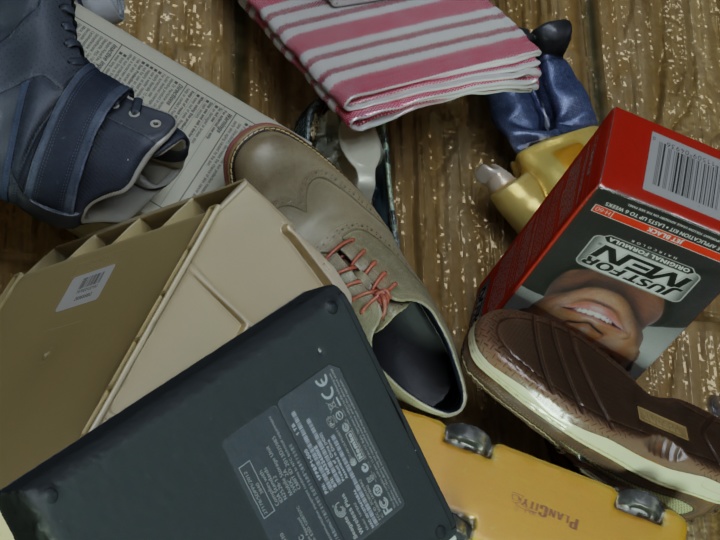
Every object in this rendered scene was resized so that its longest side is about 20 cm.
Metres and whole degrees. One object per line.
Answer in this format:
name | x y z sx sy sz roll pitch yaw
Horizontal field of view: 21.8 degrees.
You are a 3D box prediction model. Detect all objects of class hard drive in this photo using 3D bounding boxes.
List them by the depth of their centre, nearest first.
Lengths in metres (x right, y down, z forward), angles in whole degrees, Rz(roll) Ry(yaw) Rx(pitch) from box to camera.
hard drive | -0.053 0.111 0.844 0.200 0.033 0.140 -33 102 -40

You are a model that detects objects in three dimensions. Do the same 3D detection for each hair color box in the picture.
hair color box | 0.144 -0.001 1.082 0.101 0.200 0.061 21 55 -7

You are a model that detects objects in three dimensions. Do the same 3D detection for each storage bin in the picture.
storage bin | -0.128 0.069 0.947 0.094 0.200 0.199 43 56 -24

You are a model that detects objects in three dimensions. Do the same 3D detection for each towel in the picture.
towel | 0.005 -0.160 1.178 0.146 0.030 0.200 -15 44 -27

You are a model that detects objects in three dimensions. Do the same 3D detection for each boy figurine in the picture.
boy figurine | 0.133 -0.059 1.190 0.124 0.064 0.200 -10 66 -26

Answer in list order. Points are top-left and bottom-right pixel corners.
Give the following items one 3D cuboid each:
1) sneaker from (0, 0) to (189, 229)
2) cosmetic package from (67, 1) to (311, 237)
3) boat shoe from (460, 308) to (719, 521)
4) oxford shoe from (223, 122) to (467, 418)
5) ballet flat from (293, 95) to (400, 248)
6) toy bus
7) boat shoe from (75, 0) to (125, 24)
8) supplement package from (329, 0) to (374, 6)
sneaker | -0.150 -0.118 1.021 0.146 0.077 0.203 19 71 4
cosmetic package | -0.143 -0.075 1.097 0.200 0.073 0.104 32 60 -2
boat shoe | 0.133 0.097 1.090 0.202 0.075 0.075 31 36 -19
oxford shoe | 0.000 0.000 1.044 0.070 0.075 0.200 -43 108 -10
ballet flat | -0.007 -0.024 1.122 0.074 0.074 0.200 -1 66 -19
toy bus | 0.080 0.143 1.062 0.200 0.078 0.065 21 59 -8
boat shoe | -0.202 -0.230 1.166 0.062 0.072 0.200 -23 69 -1
supplement package | 0.020 -0.296 1.186 0.151 0.151 0.200 -12 51 -24
